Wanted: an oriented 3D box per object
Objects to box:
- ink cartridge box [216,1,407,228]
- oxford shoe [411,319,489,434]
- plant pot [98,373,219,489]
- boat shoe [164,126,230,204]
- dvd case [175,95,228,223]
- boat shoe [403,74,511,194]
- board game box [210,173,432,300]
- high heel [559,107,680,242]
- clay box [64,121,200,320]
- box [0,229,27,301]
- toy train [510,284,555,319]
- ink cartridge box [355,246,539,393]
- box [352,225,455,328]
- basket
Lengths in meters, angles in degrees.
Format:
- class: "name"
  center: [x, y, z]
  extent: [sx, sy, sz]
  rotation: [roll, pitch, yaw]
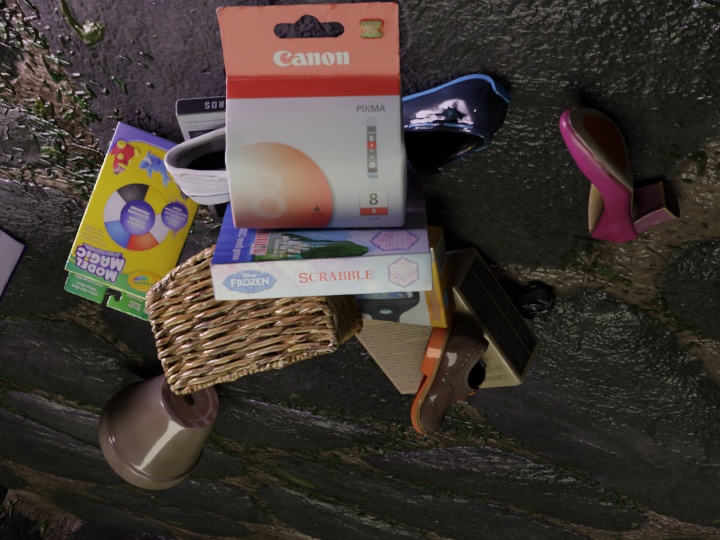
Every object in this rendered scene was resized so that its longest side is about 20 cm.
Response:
- class: "ink cartridge box"
  center: [-0.040, -0.131, 0.932]
  extent: [0.161, 0.050, 0.201]
  rotation: [0, 127, 4]
- class: "oxford shoe"
  center: [0.105, 0.137, 1.241]
  extent: [0.072, 0.071, 0.201]
  rotation: [18, 142, 9]
- class: "plant pot"
  center: [-0.341, 0.265, 1.877]
  extent: [0.199, 0.201, 0.173]
  rotation: [28, 136, -22]
- class: "boat shoe"
  center: [-0.094, -0.111, 1.010]
  extent: [0.199, 0.074, 0.065]
  rotation: [-16, 151, 18]
- class: "dvd case"
  center: [-0.099, -0.115, 1.103]
  extent: [0.149, 0.025, 0.200]
  rotation: [-5, 150, 2]
- class: "boat shoe"
  center: [0.052, -0.124, 0.993]
  extent: [0.084, 0.069, 0.200]
  rotation: [28, 152, -22]
- class: "board game box"
  center: [-0.034, -0.040, 1.024]
  extent: [0.198, 0.200, 0.041]
  rotation: [-3, 118, 1]
- class: "high heel"
  center: [0.213, -0.079, 0.981]
  extent: [0.096, 0.068, 0.200]
  rotation: [-19, 141, 35]
- class: "clay box"
  center: [-0.247, -0.051, 1.173]
  extent: [0.114, 0.201, 0.048]
  rotation: [20, -177, -8]
- class: "box"
  center: [-0.614, 0.028, 1.553]
  extent: [0.199, 0.185, 0.105]
  rotation: [-10, 142, 43]
- class: "toy train"
  center: [0.169, 0.057, 1.321]
  extent: [0.046, 0.034, 0.200]
  rotation: [17, 156, -30]
- class: "ink cartridge box"
  center: [0.092, 0.066, 1.288]
  extent: [0.199, 0.075, 0.165]
  rotation: [-10, 125, 44]
- class: "box"
  center: [0.000, 0.000, 1.172]
  extent: [0.199, 0.042, 0.120]
  rotation: [4, 133, 20]
- class: "basket"
  center: [-0.115, 0.034, 1.142]
  extent: [0.199, 0.144, 0.149]
  rotation: [-17, -178, 12]
